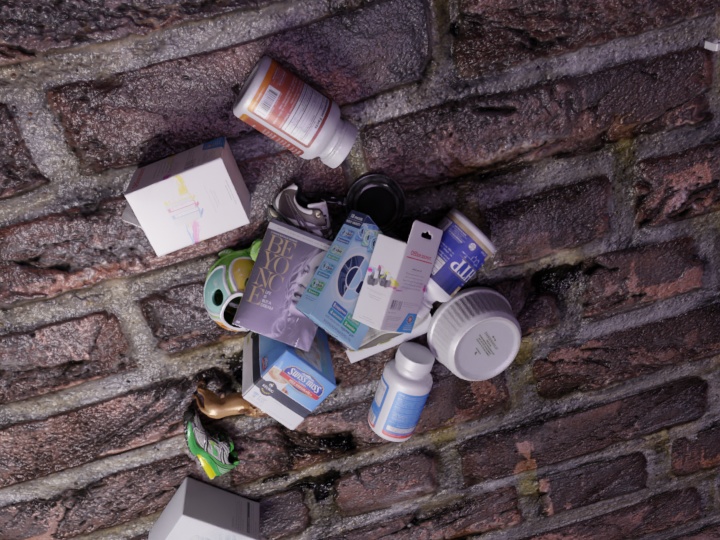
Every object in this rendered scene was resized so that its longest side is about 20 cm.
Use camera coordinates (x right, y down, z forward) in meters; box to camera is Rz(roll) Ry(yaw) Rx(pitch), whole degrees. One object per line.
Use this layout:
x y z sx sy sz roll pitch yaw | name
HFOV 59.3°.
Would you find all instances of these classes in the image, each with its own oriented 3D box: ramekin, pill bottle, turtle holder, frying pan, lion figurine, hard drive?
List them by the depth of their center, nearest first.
-0.107 -0.263 1.080 0.199 0.113 0.113 30 109 -23 | pill bottle
-0.007 -0.114 1.200 0.187 0.031 0.117 -15 84 4 | frying pan
-0.214 0.034 1.202 0.184 0.132 0.141 -34 117 9 | turtle holder
0.157 -0.010 1.239 0.119 0.120 0.200 39 98 -25 | pill bottle
-0.264 0.275 1.322 0.197 0.123 0.073 -16 119 -1 | lion figurine
0.048 0.106 1.345 0.198 0.026 0.133 -22 118 2 | hard drive
0.249 0.143 1.347 0.200 0.094 0.205 -8 120 -14 | ramekin
0.094 0.263 1.384 0.111 0.113 0.202 11 116 -15 | pill bottle

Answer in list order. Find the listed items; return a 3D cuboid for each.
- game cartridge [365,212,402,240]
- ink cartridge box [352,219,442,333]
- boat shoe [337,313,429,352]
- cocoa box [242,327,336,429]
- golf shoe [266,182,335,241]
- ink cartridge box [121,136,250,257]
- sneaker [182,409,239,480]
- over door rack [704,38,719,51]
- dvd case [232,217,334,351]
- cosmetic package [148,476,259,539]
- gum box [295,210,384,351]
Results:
0.000 0.000 1.263 0.133 0.041 0.201 35 100 -23 | game cartridge
0.070 0.006 1.147 0.115 0.067 0.203 12 97 -55 | ink cartridge box
0.046 0.112 1.298 0.199 0.073 0.060 -19 164 -15 | boat shoe
-0.144 0.180 1.250 0.131 0.201 0.133 -44 115 12 | cocoa box
-0.077 -0.077 1.171 0.199 0.078 0.095 40 113 -8 | golf shoe
-0.307 -0.127 1.106 0.198 0.129 0.126 -20 119 2 | ink cartridge box
-0.331 0.373 1.396 0.084 0.078 0.202 -24 128 -5 | sneaker
0.677 -0.489 1.117 0.198 0.066 0.149 -23 121 -22 | over door rack
-0.126 0.026 1.134 0.147 0.016 0.202 21 89 -10 | dvd case
-0.370 0.624 1.484 0.199 0.123 0.200 28 109 -20 | cosmetic package
-0.011 0.022 1.148 0.202 0.044 0.170 -60 141 -12 | gum box
